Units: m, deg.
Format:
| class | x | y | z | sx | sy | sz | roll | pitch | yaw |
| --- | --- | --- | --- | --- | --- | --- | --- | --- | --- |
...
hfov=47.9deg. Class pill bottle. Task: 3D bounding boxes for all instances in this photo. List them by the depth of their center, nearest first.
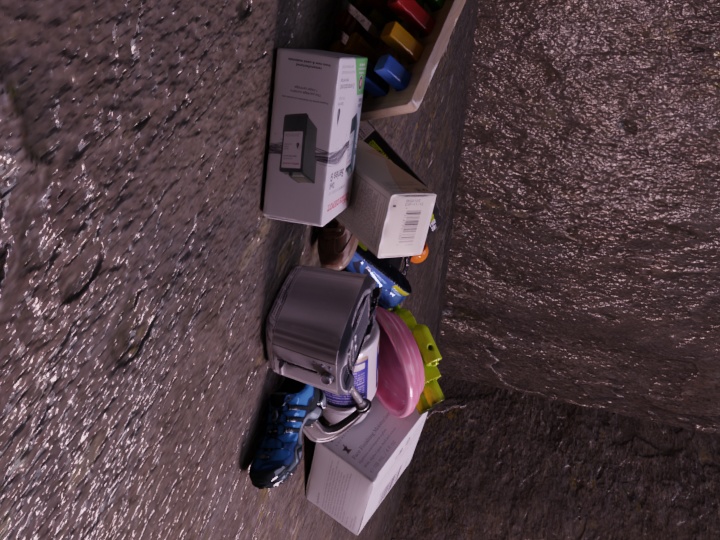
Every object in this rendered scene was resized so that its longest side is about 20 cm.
| class | x | y | z | sx | sy | sz | roll | pitch | yaw |
| --- | --- | --- | --- | --- | --- | --- | --- | --- | --- |
| pill bottle | -0.027 | 0.170 | 1.390 | 0.121 | 0.117 | 0.203 | -67 | 164 | -47 |

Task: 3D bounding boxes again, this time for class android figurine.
| class | x | y | z | sx | sy | sz | roll | pitch | yaw |
| --- | --- | --- | --- | --- | --- | --- | --- | --- | --- |
| android figurine | 0.088 | 0.150 | 1.443 | 0.203 | 0.040 | 0.183 | 66 | -21 | 17 |

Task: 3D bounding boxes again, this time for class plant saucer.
| class | x | y | z | sx | sy | sz | roll | pitch | yaw |
| --- | --- | --- | --- | --- | --- | --- | --- | --- | --- |
| plant saucer | 0.054 | 0.151 | 1.409 | 0.201 | 0.050 | 0.203 | 50 | -29 | 42 |

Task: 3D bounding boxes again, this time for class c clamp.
| class | x | y | z | sx | sy | sz | roll | pitch | yaw |
| --- | --- | --- | --- | --- | --- | --- | --- | --- | --- |
| c clamp | -0.036 | 0.200 | 1.299 | 0.027 | 0.169 | 0.202 | 51 | -11 | 42 |

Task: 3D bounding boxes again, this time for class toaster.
| class | x | y | z | sx | sy | sz | roll | pitch | yaw |
| --- | --- | --- | --- | --- | --- | --- | --- | --- | --- |
| toaster | -0.053 | 0.072 | 1.142 | 0.115 | 0.126 | 0.202 | 90 | 15 | -45 |

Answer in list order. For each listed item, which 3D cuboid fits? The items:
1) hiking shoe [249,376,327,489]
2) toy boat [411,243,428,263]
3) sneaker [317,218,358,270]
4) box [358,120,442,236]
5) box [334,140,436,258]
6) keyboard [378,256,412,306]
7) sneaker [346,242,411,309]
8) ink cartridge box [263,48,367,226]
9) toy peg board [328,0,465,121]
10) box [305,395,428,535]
| class | x | y | z | sx | sy | sz | roll | pitch | yaw |
| --- | --- | --- | --- | --- | --- | --- | --- | --- | --- |
| hiking shoe | -0.117 | 0.219 | 1.157 | 0.088 | 0.073 | 0.201 | 65 | 29 | -27 |
| toy boat | 0.080 | -0.050 | 1.705 | 0.200 | 0.128 | 0.133 | 61 | 40 | -73 |
| sneaker | -0.039 | -0.102 | 1.267 | 0.076 | 0.069 | 0.204 | 49 | 45 | -55 |
| box | 0.052 | -0.158 | 1.338 | 0.047 | 0.201 | 0.193 | -40 | 168 | -1 |
| box | 0.013 | -0.105 | 1.133 | 0.200 | 0.076 | 0.097 | 46 | -49 | 46 |
| keyboard | 0.052 | 0.015 | 1.496 | 0.126 | 0.020 | 0.203 | -28 | 143 | -46 |
| sneaker | 0.000 | 0.000 | 1.375 | 0.200 | 0.078 | 0.067 | 41 | 26 | -29 |
| ink cartridge box | -0.055 | -0.171 | 1.023 | 0.146 | 0.082 | 0.204 | -47 | 146 | -70 |
| toy peg board | 0.023 | -0.321 | 1.118 | 0.097 | 0.198 | 0.202 | 33 | 74 | -31 |
| box | 0.010 | 0.342 | 1.515 | 0.199 | 0.129 | 0.202 | -45 | 158 | -40 |
